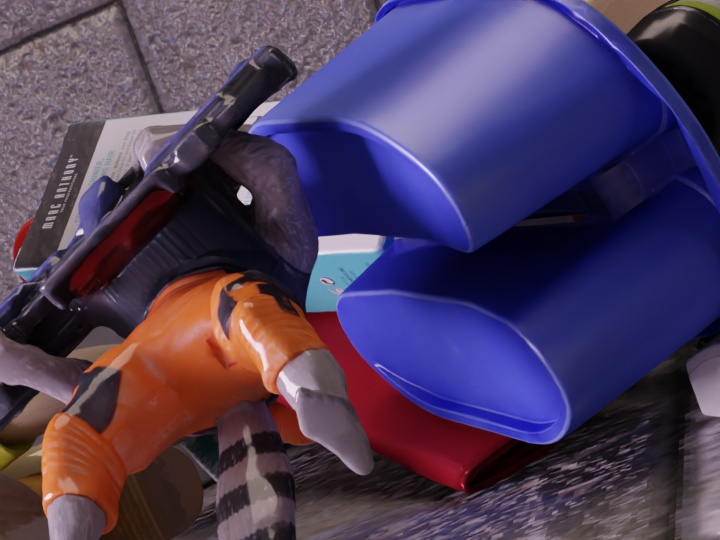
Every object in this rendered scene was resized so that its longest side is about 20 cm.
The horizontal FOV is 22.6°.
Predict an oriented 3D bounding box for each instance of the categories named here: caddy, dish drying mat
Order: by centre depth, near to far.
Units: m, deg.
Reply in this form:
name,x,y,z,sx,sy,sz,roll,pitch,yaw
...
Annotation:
name,x,y,z,sx,sy,sz,roll,pitch,yaw
caddy,0.049,-0.027,0.619,0.105,0.142,0.200,-36,17,-19
dish drying mat,0.016,0.042,0.719,0.076,0.018,0.200,-32,25,-21

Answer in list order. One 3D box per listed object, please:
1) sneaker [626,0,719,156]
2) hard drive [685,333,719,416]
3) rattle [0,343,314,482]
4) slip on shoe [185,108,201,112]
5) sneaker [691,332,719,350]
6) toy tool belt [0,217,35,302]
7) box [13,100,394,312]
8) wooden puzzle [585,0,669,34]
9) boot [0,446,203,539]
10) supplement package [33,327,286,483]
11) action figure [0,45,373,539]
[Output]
name,x,y,z,sx,sy,sz,roll,pitch,yaw
sneaker,0.111,-0.050,0.702,0.083,0.072,0.200,-44,0,-33
hard drive,0.211,-0.004,0.628,0.131,0.027,0.199,-20,3,37
rattle,-0.126,0.035,0.818,0.199,0.143,0.131,-14,-39,-35
slip on shoe,-0.067,-0.051,0.928,0.061,0.075,0.200,-15,11,-20
sneaker,0.148,-0.020,0.747,0.075,0.077,0.200,-39,-5,10
toy tool belt,-0.189,0.055,1.122,0.124,0.201,0.123,29,16,23
box,-0.054,-0.026,0.792,0.198,0.049,0.083,-2,58,33
wooden puzzle,0.131,-0.107,0.857,0.186,0.037,0.200,-55,16,-14
boot,-0.160,0.123,0.679,0.143,0.071,0.201,-26,-5,27
supplement package,-0.137,0.067,0.953,0.199,0.118,0.117,-23,6,-33
action figure,-0.067,0.040,0.561,0.200,0.104,0.194,-41,22,20
